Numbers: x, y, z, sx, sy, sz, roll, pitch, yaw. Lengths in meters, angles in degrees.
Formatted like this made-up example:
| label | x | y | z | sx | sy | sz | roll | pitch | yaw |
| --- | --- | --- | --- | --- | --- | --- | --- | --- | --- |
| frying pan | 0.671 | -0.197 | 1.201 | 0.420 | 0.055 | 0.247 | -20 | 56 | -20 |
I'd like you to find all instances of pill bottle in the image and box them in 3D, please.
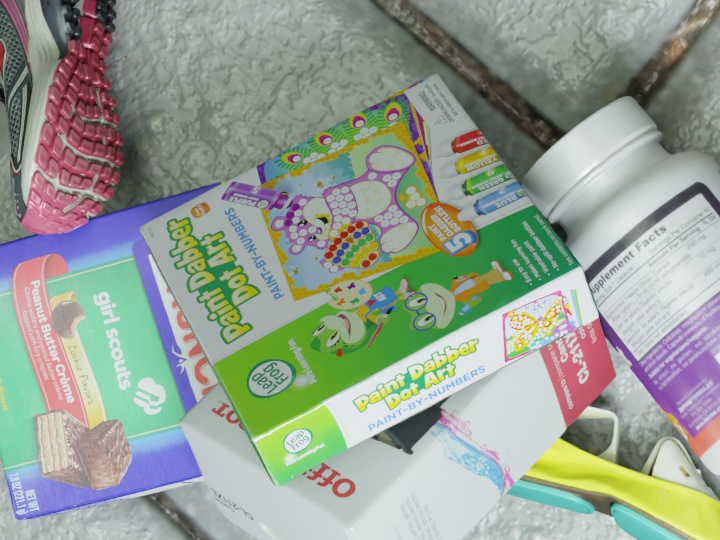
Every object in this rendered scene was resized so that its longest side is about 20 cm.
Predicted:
| label | x | y | z | sx | sy | sz | roll | pitch | yaw |
| --- | --- | --- | --- | --- | --- | --- | --- | --- | --- |
| pill bottle | 0.182 | 0.005 | 1.453 | 0.111 | 0.111 | 0.200 | -40 | 79 | 15 |

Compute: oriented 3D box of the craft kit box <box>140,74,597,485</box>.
| label | x | y | z | sx | sy | sz | roll | pitch | yaw |
| --- | --- | --- | --- | --- | --- | --- | --- | --- | --- |
| craft kit box | 0.000 | 0.000 | 1.427 | 0.197 | 0.049 | 0.200 | -30 | 43 | -3 |

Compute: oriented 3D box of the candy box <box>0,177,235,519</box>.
| label | x | y | z | sx | sy | sz | roll | pitch | yaw |
| --- | --- | --- | --- | --- | --- | --- | --- | --- | --- |
| candy box | -0.128 | 0.049 | 1.575 | 0.199 | 0.077 | 0.170 | -15 | 87 | 17 |

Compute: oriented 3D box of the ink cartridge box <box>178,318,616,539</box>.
| label | x | y | z | sx | sy | sz | roll | pitch | yaw |
| --- | --- | --- | --- | --- | --- | --- | --- | --- | --- |
| ink cartridge box | 0.021 | 0.073 | 1.449 | 0.145 | 0.083 | 0.200 | 27 | 62 | 38 |

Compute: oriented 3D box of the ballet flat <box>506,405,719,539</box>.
| label | x | y | z | sx | sy | sz | roll | pitch | yaw |
| --- | --- | --- | --- | --- | --- | --- | --- | --- | --- |
| ballet flat | 0.150 | 0.119 | 1.495 | 0.199 | 0.067 | 0.067 | 21 | 76 | 19 |

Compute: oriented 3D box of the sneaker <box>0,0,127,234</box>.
| label | x | y | z | sx | sy | sz | roll | pitch | yaw |
| --- | --- | --- | --- | --- | --- | --- | --- | --- | --- |
| sneaker | -0.192 | -0.107 | 1.577 | 0.074 | 0.081 | 0.201 | -18 | 55 | 24 |
